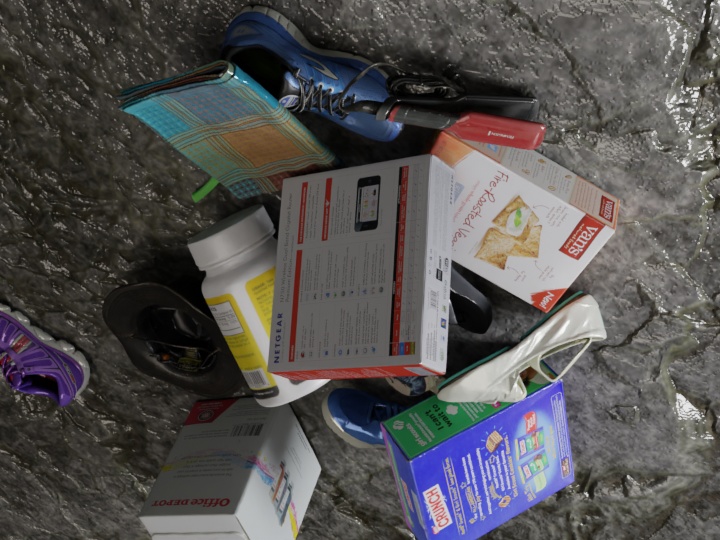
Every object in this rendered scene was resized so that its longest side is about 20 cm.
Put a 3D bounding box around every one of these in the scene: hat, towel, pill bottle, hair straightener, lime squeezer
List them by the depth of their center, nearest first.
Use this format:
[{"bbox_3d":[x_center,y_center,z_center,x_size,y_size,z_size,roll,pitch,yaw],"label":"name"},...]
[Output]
[{"bbox_3d":[0.076,-0.160,1.053,0.197,0.078,0.041,3,142,-7],"label":"hair straightener"},{"bbox_3d":[-0.122,-0.131,1.084,0.145,0.022,0.200,-9,150,32],"label":"towel"},{"bbox_3d":[-0.109,-0.105,1.189,0.197,0.038,0.071,-5,126,22],"label":"lime squeezer"},{"bbox_3d":[-0.107,0.038,1.231,0.113,0.114,0.202,-18,104,31],"label":"pill bottle"},{"bbox_3d":[-0.209,0.062,1.335,0.198,0.081,0.202,15,141,13],"label":"hat"}]

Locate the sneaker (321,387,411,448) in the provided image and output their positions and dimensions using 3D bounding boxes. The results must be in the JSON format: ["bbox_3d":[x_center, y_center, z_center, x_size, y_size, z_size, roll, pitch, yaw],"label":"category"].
[{"bbox_3d":[0.058,0.178,1.330,0.198,0.077,0.111,29,138,-10],"label":"sneaker"}]

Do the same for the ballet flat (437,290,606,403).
[{"bbox_3d":[0.176,0.100,1.181,0.199,0.070,0.070,-34,115,5],"label":"ballet flat"}]

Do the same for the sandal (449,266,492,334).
[{"bbox_3d":[0.075,0.016,1.179,0.075,0.043,0.200,11,156,42],"label":"sandal"}]

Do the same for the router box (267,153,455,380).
[{"bbox_3d":[0.000,0.000,1.070,0.177,0.203,0.049,-5,163,34],"label":"router box"}]

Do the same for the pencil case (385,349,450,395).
[{"bbox_3d":[0.038,0.059,1.173,0.089,0.078,0.201,21,158,29],"label":"pencil case"}]

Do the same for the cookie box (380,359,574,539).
[{"bbox_3d":[0.136,0.208,1.257,0.198,0.075,0.173,-26,127,-16],"label":"cookie box"}]

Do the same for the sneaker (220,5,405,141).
[{"bbox_3d":[-0.050,-0.174,1.076,0.198,0.090,0.079,26,133,-2],"label":"sneaker"}]

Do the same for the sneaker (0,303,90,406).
[{"bbox_3d":[-0.455,0.111,1.459,0.198,0.084,0.081,27,132,-2],"label":"sneaker"}]

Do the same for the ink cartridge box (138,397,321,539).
[{"bbox_3d":[-0.162,0.284,1.415,0.143,0.201,0.146,-6,126,24],"label":"ink cartridge box"}]

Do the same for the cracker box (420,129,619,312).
[{"bbox_3d":[0.143,-0.060,1.122,0.198,0.058,0.135,28,132,-5],"label":"cracker box"}]
